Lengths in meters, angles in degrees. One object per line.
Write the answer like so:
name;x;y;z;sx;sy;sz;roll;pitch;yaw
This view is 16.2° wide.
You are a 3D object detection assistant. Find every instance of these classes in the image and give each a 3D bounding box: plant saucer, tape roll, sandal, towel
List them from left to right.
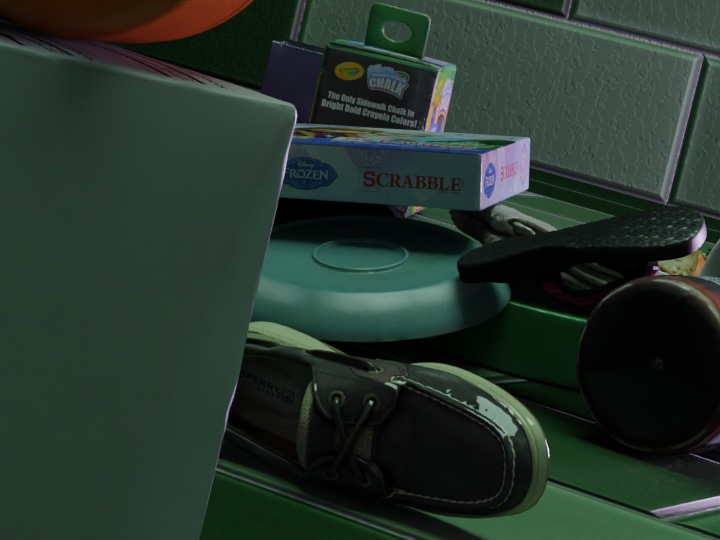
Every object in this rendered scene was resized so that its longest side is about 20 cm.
plant saucer;0.000;0.000;1.667;0.199;0.028;0.200;0;20;0
tape roll;0.124;0.038;1.758;0.199;0.048;0.200;13;6;-1
towel;0.137;-0.013;1.755;0.132;0.035;0.200;24;3;-11
sandal;0.141;-0.003;1.556;0.075;0.045;0.199;-23;9;-38

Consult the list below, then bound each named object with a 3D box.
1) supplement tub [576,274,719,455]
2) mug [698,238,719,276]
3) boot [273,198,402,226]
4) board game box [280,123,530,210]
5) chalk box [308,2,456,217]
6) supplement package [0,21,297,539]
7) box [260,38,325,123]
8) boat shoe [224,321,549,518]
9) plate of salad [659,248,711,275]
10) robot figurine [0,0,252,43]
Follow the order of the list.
supplement tub;0.218;0.057;1.541;0.107;0.108;0.200;17;8;31
mug;0.314;0.037;1.756;0.199;0.149;0.175;8;-5;39
boot;-0.088;-0.034;1.823;0.197;0.074;0.162;10;2;30
board game box;0.006;-0.075;1.769;0.199;0.041;0.199;4;7;12
chalk box;0.022;-0.169;2.585;0.124;0.201;0.124;15;7;8
supplement package;-0.158;0.008;0.840;0.199;0.192;0.147;10;7;-34
box;-0.040;-0.257;3.583;0.181;0.105;0.200;15;7;3
boat shoe;-0.007;0.072;1.164;0.200;0.072;0.066;18;18;38
plate of salad;0.369;0.005;2.500;0.199;0.048;0.200;13;6;-1
robot figurine;-0.079;-0.134;0.860;0.117;0.144;0.200;46;8;1
